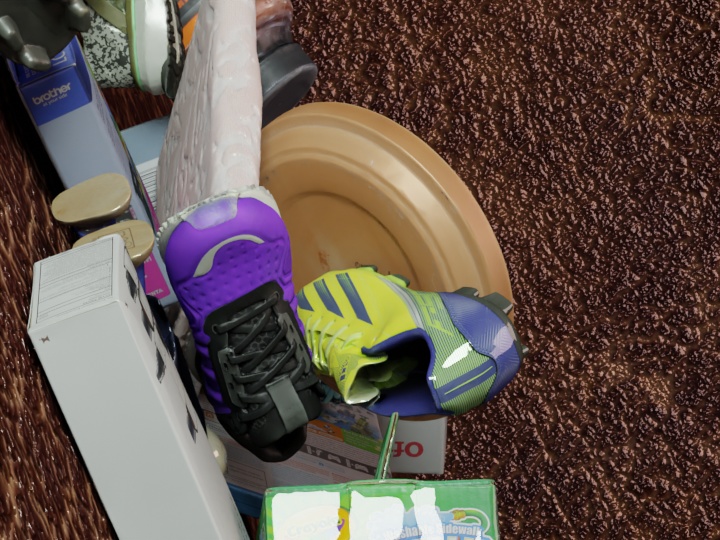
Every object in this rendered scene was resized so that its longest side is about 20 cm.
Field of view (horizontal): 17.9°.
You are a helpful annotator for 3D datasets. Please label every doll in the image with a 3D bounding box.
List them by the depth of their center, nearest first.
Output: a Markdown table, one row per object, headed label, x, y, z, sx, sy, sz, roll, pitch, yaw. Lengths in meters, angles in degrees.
| label | x | y | z | sx | sy | sz | roll | pitch | yaw |
| --- | --- | --- | --- | --- | --- | --- | --- | --- | --- |
| doll | -0.112 | 0.050 | 1.210 | 0.137 | 0.048 | 0.201 | -120 | -169 | -46 |

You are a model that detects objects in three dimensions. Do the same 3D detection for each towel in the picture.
| label | x | y | z | sx | sy | sz | roll | pitch | yaw |
| --- | --- | --- | --- | --- | --- | --- | --- | --- | --- |
| towel | -0.091 | -0.054 | 1.349 | 0.192 | 0.032 | 0.201 | 111 | -19 | -46 |

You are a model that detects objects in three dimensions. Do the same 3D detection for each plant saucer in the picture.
| label | x | y | z | sx | sy | sz | roll | pitch | yaw |
| --- | --- | --- | --- | --- | --- | --- | --- | --- | --- |
| plant saucer | 0.000 | 0.000 | 1.322 | 0.032 | 0.200 | 0.201 | -37 | 114 | -40 |

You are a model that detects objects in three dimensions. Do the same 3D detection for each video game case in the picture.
| label | x | y | z | sx | sy | sz | roll | pitch | yaw |
| --- | --- | --- | --- | --- | --- | --- | --- | --- | --- |
| video game case | -0.048 | 0.100 | 1.446 | 0.142 | 0.018 | 0.200 | 20 | 25 | -19 |

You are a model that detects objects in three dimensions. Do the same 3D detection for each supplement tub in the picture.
| label | x | y | z | sx | sy | sz | roll | pitch | yaw |
| --- | --- | --- | --- | --- | --- | --- | --- | --- | --- |
| supplement tub | -0.118 | -0.183 | 1.516 | 0.200 | 0.107 | 0.107 | 49 | -1 | 11 |

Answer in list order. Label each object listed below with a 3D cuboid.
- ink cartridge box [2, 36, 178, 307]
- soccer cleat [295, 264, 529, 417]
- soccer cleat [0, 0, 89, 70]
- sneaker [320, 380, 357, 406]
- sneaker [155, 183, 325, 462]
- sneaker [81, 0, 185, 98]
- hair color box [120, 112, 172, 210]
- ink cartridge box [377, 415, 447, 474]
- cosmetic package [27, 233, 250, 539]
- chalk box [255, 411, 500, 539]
| label | x | y | z | sx | sy | sz | roll | pitch | yaw |
| --- | --- | --- | --- | --- | --- | --- | --- | --- | --- |
| ink cartridge box | -0.158 | -0.082 | 1.265 | 0.120 | 0.042 | 0.201 | -115 | -179 | -53 |
| soccer cleat | 0.005 | 0.043 | 1.250 | 0.200 | 0.084 | 0.065 | 4 | -58 | 53 |
| soccer cleat | -0.193 | -0.167 | 1.063 | 0.084 | 0.065 | 0.200 | 42 | -9 | 31 |
| sneaker | -0.030 | 0.047 | 1.456 | 0.086 | 0.078 | 0.200 | 42 | 26 | 19 |
| sneaker | -0.054 | 0.038 | 1.221 | 0.201 | 0.069 | 0.100 | 83 | -18 | -59 |
| sneaker | -0.167 | -0.201 | 1.424 | 0.077 | 0.088 | 0.201 | -53 | 134 | -86 |
| hair color box | -0.122 | -0.054 | 1.578 | 0.200 | 0.060 | 0.100 | -63 | 133 | -87 |
| ink cartridge box | -0.006 | 0.041 | 1.661 | 0.084 | 0.144 | 0.201 | -82 | 173 | -73 |
| cosmetic package | -0.102 | 0.090 | 1.113 | 0.083 | 0.050 | 0.201 | -99 | 170 | -65 |
| chalk box | 0.008 | 0.178 | 1.180 | 0.125 | 0.123 | 0.201 | 102 | -14 | -68 |
